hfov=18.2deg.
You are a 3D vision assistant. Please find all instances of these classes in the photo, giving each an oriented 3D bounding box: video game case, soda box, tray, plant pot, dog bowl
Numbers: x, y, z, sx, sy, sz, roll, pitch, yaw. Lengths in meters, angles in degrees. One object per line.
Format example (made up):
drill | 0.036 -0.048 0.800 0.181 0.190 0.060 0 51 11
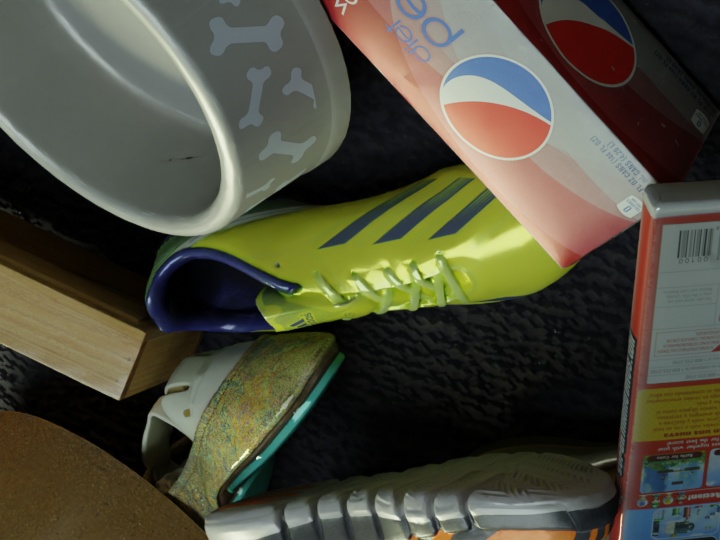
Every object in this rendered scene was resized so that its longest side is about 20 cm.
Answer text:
video game case | 0.172 0.050 0.873 0.143 0.017 0.200 -4 124 -7
soda box | 0.042 -0.101 0.849 0.200 0.070 0.063 47 132 -9
tray | -0.174 -0.005 1.014 0.200 0.099 0.037 26 100 10
plant pot | -0.170 0.202 1.060 0.186 0.200 0.187 29 151 18
dog bowl | -0.100 -0.096 0.890 0.200 0.059 0.200 32 151 20

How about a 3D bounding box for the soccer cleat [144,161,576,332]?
soccer cleat | 0.000 0.001 0.935 0.200 0.084 0.065 -3 122 31

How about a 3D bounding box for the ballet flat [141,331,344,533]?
ballet flat | -0.063 0.071 1.010 0.071 0.071 0.200 33 150 3

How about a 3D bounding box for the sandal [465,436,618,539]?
sandal | 0.126 0.103 0.960 0.200 0.054 0.080 -9 119 25

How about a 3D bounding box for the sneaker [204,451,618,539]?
sneaker | 0.028 0.140 0.930 0.200 0.078 0.112 -12 91 40
